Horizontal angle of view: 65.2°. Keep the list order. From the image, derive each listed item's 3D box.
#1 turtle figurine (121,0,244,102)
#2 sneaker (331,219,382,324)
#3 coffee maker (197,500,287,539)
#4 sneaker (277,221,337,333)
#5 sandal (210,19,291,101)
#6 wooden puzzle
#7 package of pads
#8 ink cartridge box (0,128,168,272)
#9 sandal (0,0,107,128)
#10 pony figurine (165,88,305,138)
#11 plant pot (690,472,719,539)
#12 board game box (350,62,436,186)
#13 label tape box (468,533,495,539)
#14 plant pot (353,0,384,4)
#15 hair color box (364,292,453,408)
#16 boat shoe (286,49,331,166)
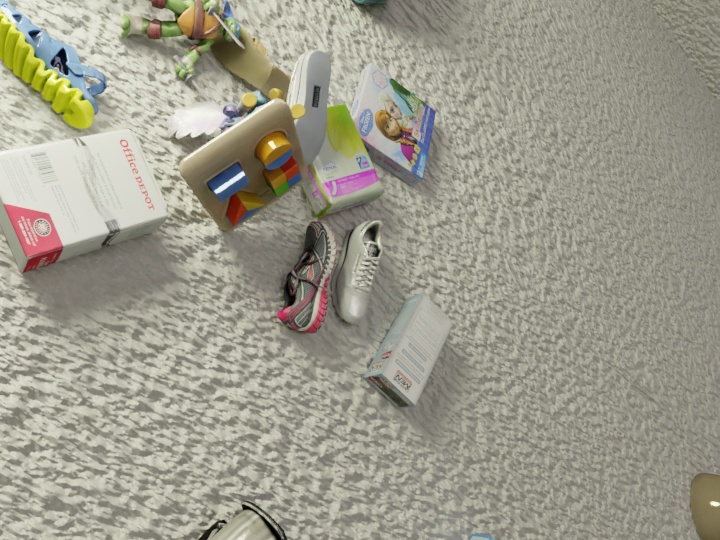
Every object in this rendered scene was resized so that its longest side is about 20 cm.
[{"bbox_3d":[-0.291,-0.395,0.932,0.191,0.144,0.203,8,77,-24],"label":"turtle figurine"},{"bbox_3d":[0.000,0.000,1.060,0.076,0.080,0.203,19,66,-32],"label":"sneaker"},{"bbox_3d":[-0.180,0.449,0.744,0.199,0.134,0.194,-29,94,-38],"label":"coffee maker"},{"bbox_3d":[-0.092,0.004,0.990,0.074,0.080,0.203,18,65,-28],"label":"sneaker"},{"bbox_3d":[-0.199,-0.389,1.057,0.211,0.078,0.070,43,14,4],"label":"sandal"},{"bbox_3d":[-0.166,-0.148,0.880,0.184,0.200,0.046,-36,69,-9],"label":"wooden puzzle"},{"bbox_3d":[-0.059,-0.214,1.093,0.153,0.068,0.202,-22,86,-39],"label":"package of pads"},{"bbox_3d":[-0.398,-0.103,0.797,0.199,0.083,0.147,-24,90,-39],"label":"ink cartridge box"},{"bbox_3d":[-0.457,-0.309,0.833,0.201,0.079,0.088,50,49,-22],"label":"sandal"},{"bbox_3d":[-0.203,-0.227,0.938,0.192,0.199,0.168,-30,100,-23],"label":"pony figurine"},{"bbox_3d":[1.038,0.672,1.568,0.198,0.134,0.203,12,68,-33],"label":"plant pot"},{"bbox_3d":[0.069,-0.320,1.240,0.198,0.041,0.203,27,61,-27],"label":"board game box"},{"bbox_3d":[0.236,0.622,1.040,0.143,0.066,0.202,-34,99,-38],"label":"label tape box"},{"bbox_3d":[0.021,-0.677,1.248,0.200,0.200,0.135,43,83,-17],"label":"plant pot"},{"bbox_3d":[0.097,0.153,1.093,0.099,0.060,0.201,44,54,-16],"label":"hair color box"},{"bbox_3d":[-0.099,-0.286,1.006,0.073,0.065,0.203,11,95,-39],"label":"boat shoe"}]
